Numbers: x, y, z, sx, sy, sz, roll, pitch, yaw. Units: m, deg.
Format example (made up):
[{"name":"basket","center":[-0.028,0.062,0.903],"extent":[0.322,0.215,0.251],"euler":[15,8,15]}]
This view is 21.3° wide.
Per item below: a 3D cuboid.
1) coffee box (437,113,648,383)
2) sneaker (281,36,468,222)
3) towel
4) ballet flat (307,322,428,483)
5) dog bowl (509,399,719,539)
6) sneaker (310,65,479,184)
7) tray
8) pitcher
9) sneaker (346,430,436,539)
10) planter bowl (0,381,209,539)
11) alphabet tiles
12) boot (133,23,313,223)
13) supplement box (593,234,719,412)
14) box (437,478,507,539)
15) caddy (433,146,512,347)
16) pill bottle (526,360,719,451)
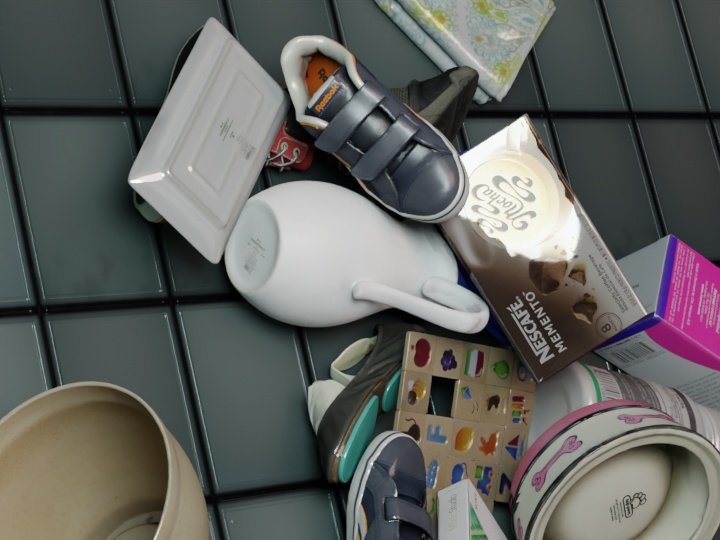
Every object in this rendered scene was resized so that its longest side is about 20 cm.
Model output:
[{"name":"coffee box","center":[0.145,-0.017,1.637],"extent":[0.112,0.080,0.201],"euler":[-31,89,0]},{"name":"sneaker","center":[0.004,-0.117,1.580],"extent":[0.200,0.079,0.079],"euler":[45,10,24]},{"name":"towel","center":[0.098,-0.281,1.879],"extent":[0.200,0.048,0.172],"euler":[43,50,-16]},{"name":"ballet flat","center":[-0.004,0.110,1.629],"extent":[0.068,0.068,0.200],"euler":[19,37,18]},{"name":"dog bowl","center":[0.218,0.199,1.670],"extent":[0.199,0.201,0.074],"euler":[17,22,-32]},{"name":"sneaker","center":[0.027,-0.145,1.714],"extent":[0.114,0.077,0.199],"euler":[29,44,18]},{"name":"tray","center":[-0.115,-0.111,1.564],"extent":[0.107,0.022,0.201],"euler":[45,45,-27]},{"name":"pitcher","center":[0.000,0.000,1.613],"extent":[0.199,0.171,0.122],"euler":[8,109,-39]},{"name":"sneaker","center":[0.029,0.233,1.557],"extent":[0.078,0.079,0.202],"euler":[23,76,-41]},{"name":"planter bowl","center":[-0.188,0.201,1.376],"extent":[0.135,0.199,0.202],"euler":[49,44,-47]},{"name":"alphabet tiles","center":[0.086,0.163,1.662],"extent":[0.166,0.008,0.202],"euler":[12,85,-43]},{"name":"boot","center":[-0.108,-0.098,1.628],"extent":[0.144,0.072,0.201],"euler":[36,50,-24]},{"name":"supplement box","center":[0.334,0.068,1.886],"extent":[0.199,0.101,0.104],"euler":[34,54,-24]},{"name":"box","center":[0.125,0.291,1.602],"extent":[0.201,0.036,0.145],"euler":[57,16,-21]},{"name":"caddy","center":[0.122,-0.029,1.759],"extent":[0.201,0.104,0.141],"euler":[64,23,1]},{"name":"pill bottle","center":[0.246,0.155,1.773],"extent":[0.199,0.113,0.114],"euler":[17,62,-33]}]
